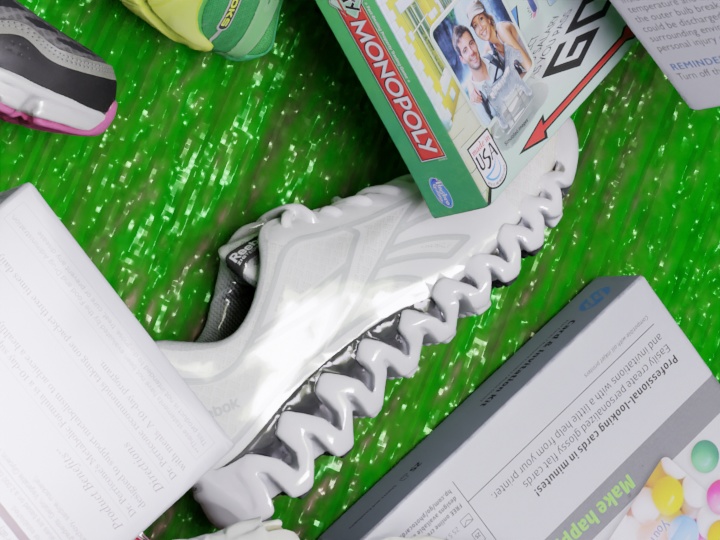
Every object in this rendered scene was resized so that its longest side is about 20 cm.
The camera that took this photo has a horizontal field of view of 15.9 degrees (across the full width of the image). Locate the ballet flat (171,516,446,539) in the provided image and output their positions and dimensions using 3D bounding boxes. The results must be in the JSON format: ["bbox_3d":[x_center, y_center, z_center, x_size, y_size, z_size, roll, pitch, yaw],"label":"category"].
[{"bbox_3d":[-0.016,0.111,0.854,0.199,0.069,0.070,7,85,-33],"label":"ballet flat"}]

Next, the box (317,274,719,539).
[{"bbox_3d":[0.101,0.128,0.975,0.156,0.041,0.201,-41,104,-19],"label":"box"}]

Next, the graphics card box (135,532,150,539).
[{"bbox_3d":[-0.093,0.204,0.881,0.125,0.051,0.201,39,73,-18],"label":"graphics card box"}]

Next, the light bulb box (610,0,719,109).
[{"bbox_3d":[0.138,-0.198,0.858,0.200,0.124,0.199,49,54,-27],"label":"light bulb box"}]

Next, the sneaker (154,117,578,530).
[{"bbox_3d":[0.000,0.000,0.922,0.081,0.075,0.200,47,71,-5],"label":"sneaker"}]

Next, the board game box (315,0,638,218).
[{"bbox_3d":[0.054,-0.130,0.924,0.200,0.029,0.135,-48,116,-40],"label":"board game box"}]

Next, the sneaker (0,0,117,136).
[{"bbox_3d":[-0.155,-0.119,0.854,0.199,0.074,0.088,33,82,-14],"label":"sneaker"}]

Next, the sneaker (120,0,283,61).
[{"bbox_3d":[-0.026,-0.164,0.925,0.084,0.074,0.201,44,66,-44],"label":"sneaker"}]

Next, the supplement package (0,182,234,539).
[{"bbox_3d":[-0.160,0.080,0.821,0.200,0.114,0.110,-42,101,-20],"label":"supplement package"}]
